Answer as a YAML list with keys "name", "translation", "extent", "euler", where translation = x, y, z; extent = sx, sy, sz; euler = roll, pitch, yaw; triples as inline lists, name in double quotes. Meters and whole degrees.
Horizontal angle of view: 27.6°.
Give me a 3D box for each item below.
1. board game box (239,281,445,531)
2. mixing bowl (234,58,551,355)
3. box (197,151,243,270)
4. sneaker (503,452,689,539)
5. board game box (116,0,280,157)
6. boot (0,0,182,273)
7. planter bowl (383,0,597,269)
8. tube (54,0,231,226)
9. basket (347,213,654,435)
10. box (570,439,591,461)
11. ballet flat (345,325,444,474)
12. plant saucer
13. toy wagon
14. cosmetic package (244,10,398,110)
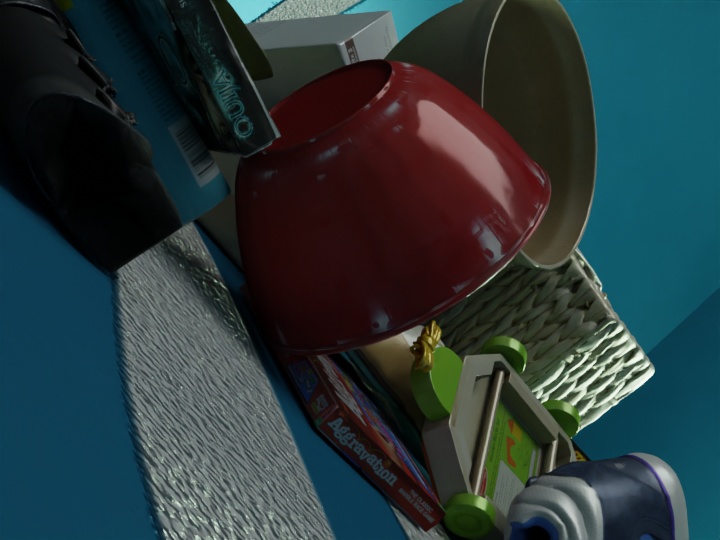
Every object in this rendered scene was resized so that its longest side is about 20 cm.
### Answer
- name: "board game box"
  translation: [-0.015, 0.075, 0.904]
  extent: [0.103, 0.019, 0.200]
  euler: [45, 3, -28]
- name: "mixing bowl"
  translation: [0.000, -0.054, 0.872]
  extent: [0.109, 0.199, 0.200]
  euler: [60, -3, -24]
- name: "box"
  translation: [-0.113, -0.091, 1.100]
  extent: [0.200, 0.078, 0.095]
  euler: [48, 3, 1]
- name: "sneaker"
  translation: [0.139, 0.216, 0.885]
  extent: [0.080, 0.146, 0.201]
  euler: [-5, -86, 51]
- name: "board game box"
  translation: [-0.113, -0.135, 0.865]
  extent: [0.136, 0.028, 0.200]
  euler: [63, -14, -15]
- name: "boot"
  translation: [-0.167, -0.103, 0.678]
  extent: [0.165, 0.066, 0.200]
  euler: [43, 9, -38]
- name: "planter bowl"
  translation: [0.074, -0.098, 1.067]
  extent: [0.134, 0.201, 0.200]
  euler: [-3, -29, 31]
- name: "tube"
  translation: [-0.140, -0.120, 0.833]
  extent: [0.201, 0.050, 0.077]
  euler: [63, -1, -13]
- name: "basket"
  translation: [0.115, 0.074, 1.153]
  extent: [0.124, 0.200, 0.136]
  euler: [57, 8, 35]
- name: "box"
  translation: [0.184, 0.226, 1.050]
  extent: [0.200, 0.040, 0.138]
  euler: [-129, -155, -49]
- name: "ballet flat"
  translation: [0.038, 0.073, 1.002]
  extent: [0.069, 0.063, 0.200]
  euler: [50, -6, 45]
- name: "plant saucer"
  translation: [-0.135, -0.199, 0.998]
  extent: [0.200, 0.031, 0.200]
  euler: [48, -4, 4]
- name: "toy wagon"
  translation: [0.086, 0.114, 0.959]
  extent: [0.200, 0.039, 0.156]
  euler: [49, 36, -25]
- name: "cosmetic package"
  translation: [-0.061, -0.137, 1.169]
  extent: [0.199, 0.081, 0.113]
  euler: [3, -61, 34]
